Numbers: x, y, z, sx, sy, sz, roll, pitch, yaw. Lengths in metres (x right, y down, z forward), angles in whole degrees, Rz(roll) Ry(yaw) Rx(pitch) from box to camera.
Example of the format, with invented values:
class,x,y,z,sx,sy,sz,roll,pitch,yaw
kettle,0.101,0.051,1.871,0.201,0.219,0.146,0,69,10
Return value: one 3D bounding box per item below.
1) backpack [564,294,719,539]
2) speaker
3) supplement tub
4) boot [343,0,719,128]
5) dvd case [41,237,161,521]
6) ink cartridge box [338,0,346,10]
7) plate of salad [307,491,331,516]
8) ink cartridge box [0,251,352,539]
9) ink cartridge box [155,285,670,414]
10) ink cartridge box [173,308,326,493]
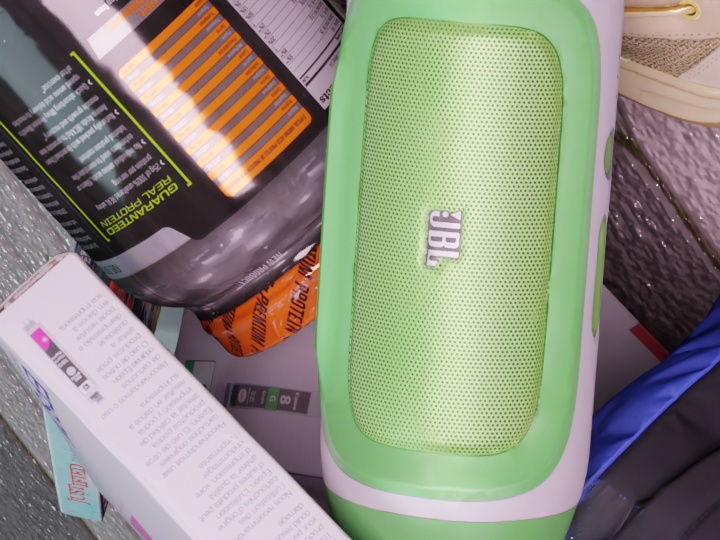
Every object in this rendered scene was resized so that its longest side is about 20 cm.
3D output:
class,x,y,z,sx,sy,sz,roll,pitch,yaw
backpack,0.140,0.103,0.986,0.163,0.200,0.168,49,154,-1
speaker,0.033,-0.015,0.872,0.088,0.088,0.200,15,105,49
supplement tub,-0.073,-0.074,0.957,0.200,0.123,0.123,49,155,-13
boot,0.056,-0.140,0.920,0.200,0.073,0.156,24,147,20
dvd case,-0.087,-0.020,1.089,0.022,0.200,0.146,13,157,3
ink cartridge box,-0.017,-0.117,1.120,0.199,0.041,0.200,11,134,52
plate of salad,0.053,0.145,1.081,0.200,0.048,0.200,31,-169,-7
ink cartridge box,-0.030,0.103,0.939,0.200,0.043,0.196,46,170,19
ink cartridge box,0.031,0.043,1.166,0.145,0.083,0.200,42,162,-33
ink cartridge box,0.000,0.000,1.031,0.050,0.161,0.200,15,171,-27
